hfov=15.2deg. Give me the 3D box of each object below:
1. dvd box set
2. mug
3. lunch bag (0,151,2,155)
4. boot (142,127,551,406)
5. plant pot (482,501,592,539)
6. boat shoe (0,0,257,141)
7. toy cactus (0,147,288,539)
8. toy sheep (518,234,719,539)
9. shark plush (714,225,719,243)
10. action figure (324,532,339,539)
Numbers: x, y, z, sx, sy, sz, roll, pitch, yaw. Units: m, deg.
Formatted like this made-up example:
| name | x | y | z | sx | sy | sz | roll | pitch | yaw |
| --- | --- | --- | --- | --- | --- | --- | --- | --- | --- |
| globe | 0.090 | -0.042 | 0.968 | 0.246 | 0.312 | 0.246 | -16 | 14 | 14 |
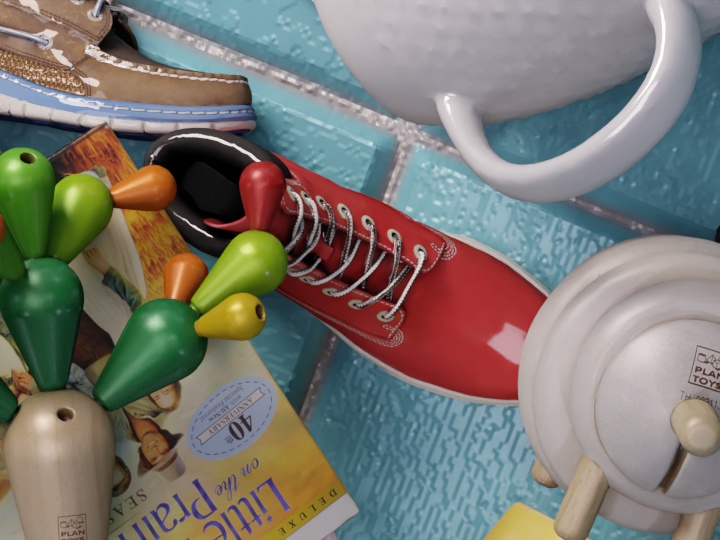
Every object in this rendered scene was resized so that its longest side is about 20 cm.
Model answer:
| name | x | y | z | sx | sy | sz | roll | pitch | yaw |
| --- | --- | --- | --- | --- | --- | --- | --- | --- | --- |
| dvd box set | -0.112 | 0.060 | 1.128 | 0.146 | 0.029 | 0.200 | -34 | 97 | -20 |
| mug | 0.077 | -0.119 | 1.098 | 0.175 | 0.148 | 0.200 | -29 | 53 | 25 |
| lunch bag | -0.248 | -0.021 | 1.228 | 0.200 | 0.170 | 0.127 | 23 | 81 | 11 |
| boot | 0.000 | 0.000 | 1.182 | 0.200 | 0.144 | 0.073 | 27 | 90 | 7 |
| plant pot | 0.078 | 0.213 | 1.174 | 0.200 | 0.201 | 0.189 | 28 | 86 | 10 |
| boat shoe | -0.142 | -0.102 | 1.251 | 0.199 | 0.072 | 0.073 | 9 | 90 | 10 |
| toy cactus | -0.117 | 0.033 | 1.072 | 0.200 | 0.102 | 0.166 | -8 | 97 | -28 |
| toy sheep | 0.128 | 0.051 | 1.133 | 0.137 | 0.200 | 0.138 | -1 | 102 | -6 |
| shark plush | 0.202 | -0.056 | 1.155 | 0.083 | 0.091 | 0.200 | 28 | 104 | 14 |
| action figure | -0.068 | 0.080 | 1.234 | 0.149 | 0.134 | 0.200 | -5 | 67 | -17 |
